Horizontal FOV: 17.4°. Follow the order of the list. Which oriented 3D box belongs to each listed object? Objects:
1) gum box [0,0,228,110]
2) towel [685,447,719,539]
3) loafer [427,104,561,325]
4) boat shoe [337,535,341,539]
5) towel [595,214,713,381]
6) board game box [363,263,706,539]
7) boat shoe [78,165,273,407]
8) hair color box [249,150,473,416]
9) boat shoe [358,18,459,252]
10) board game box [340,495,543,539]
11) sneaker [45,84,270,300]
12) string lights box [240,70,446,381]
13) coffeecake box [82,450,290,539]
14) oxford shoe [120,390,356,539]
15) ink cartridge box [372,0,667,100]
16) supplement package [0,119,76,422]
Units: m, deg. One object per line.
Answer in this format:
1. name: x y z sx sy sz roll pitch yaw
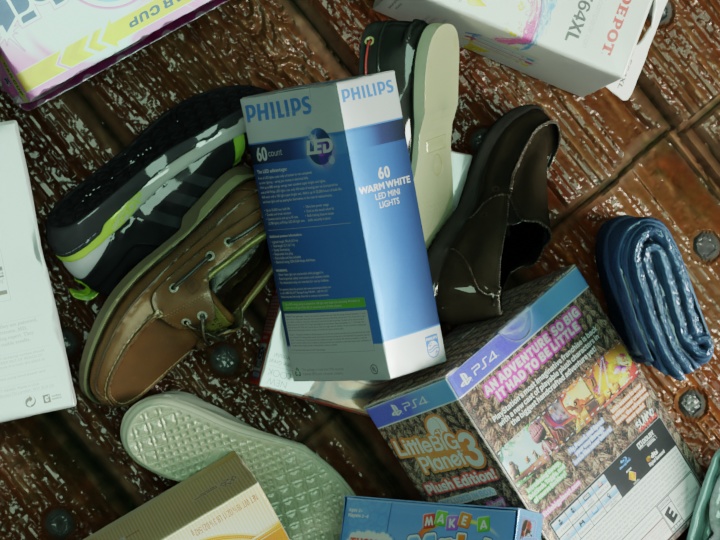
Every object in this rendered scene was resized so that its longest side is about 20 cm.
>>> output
1. gum box: -0.186 -0.209 1.672 0.200 0.066 0.114 -30 91 -7
2. towel: 0.288 0.228 1.695 0.171 0.048 0.201 21 88 -48
3. loafer: 0.106 -0.033 1.673 0.071 0.073 0.200 14 56 21
4. boat shoe: 0.054 0.265 1.692 0.200 0.072 0.062 36 84 -9
5. towel: 0.200 0.016 1.656 0.048 0.200 0.112 -20 92 2
6. board game box: 0.128 0.127 1.653 0.159 0.097 0.200 -37 98 -39
7. boat shoe: -0.118 0.020 1.646 0.068 0.072 0.200 35 88 33
8. hair color box: 0.000 0.000 1.696 0.111 0.064 0.201 15 88 -8
9. boat shoe: 0.027 -0.075 1.642 0.063 0.074 0.202 7 98 26
10. board game box: 0.043 0.256 1.580 0.037 0.151 0.201 16 78 -49
11. sneaker: -0.135 -0.054 1.689 0.200 0.072 0.083 -36 119 -7
12. string lights box: -0.012 -0.028 1.596 0.059 0.103 0.201 -15 98 -41
13. coffeecake box: -0.101 0.254 1.644 0.153 0.073 0.200 -30 111 -7
14. oxford shoe: -0.084 0.141 1.686 0.200 0.058 0.075 29 93 -19
15. ink cartridge box: 0.129 -0.215 1.686 0.200 0.125 0.129 21 86 -6
16. supplement package: -0.271 0.007 1.634 0.109 0.114 0.201 -12 89 -9
